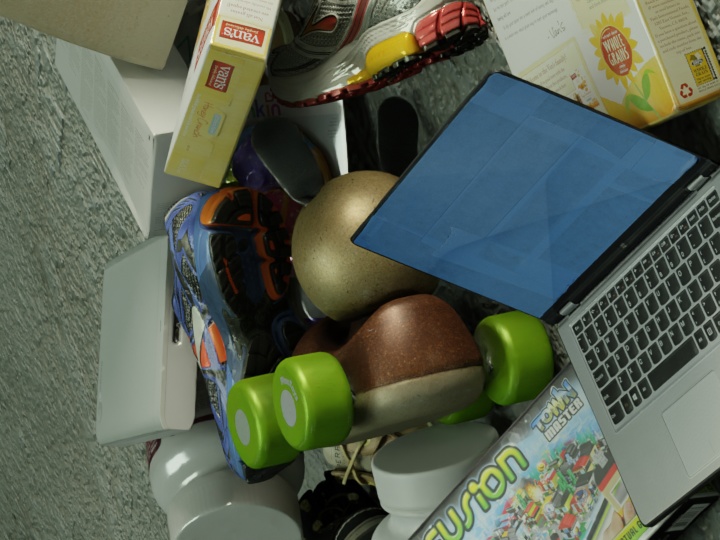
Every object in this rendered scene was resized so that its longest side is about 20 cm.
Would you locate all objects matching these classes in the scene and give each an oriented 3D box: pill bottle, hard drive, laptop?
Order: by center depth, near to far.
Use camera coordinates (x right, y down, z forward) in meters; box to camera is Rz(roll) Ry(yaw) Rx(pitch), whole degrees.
[{"bbox_3d":[0.112,0.020,1.356,0.187,0.115,0.201,-49,58,54],"label":"laptop"},{"bbox_3d":[0.068,0.202,1.638,0.111,0.111,0.201,17,125,60],"label":"pill bottle"},{"bbox_3d":[-0.144,0.048,1.778,0.200,0.026,0.133,160,114,-71],"label":"hard drive"},{"bbox_3d":[-0.097,0.112,1.838,0.110,0.109,0.201,97,166,-47],"label":"pill bottle"}]

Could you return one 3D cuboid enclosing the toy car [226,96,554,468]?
[{"bbox_3d":[0.000,0.000,1.575,0.158,0.163,0.201,-26,76,65],"label":"toy car"}]

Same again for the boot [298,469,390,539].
[{"bbox_3d":[-0.002,0.189,1.779,0.154,0.073,0.204,51,172,39],"label":"boot"}]

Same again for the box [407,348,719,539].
[{"bbox_3d":[0.104,0.150,1.498,0.200,0.035,0.110,-51,59,28],"label":"box"}]

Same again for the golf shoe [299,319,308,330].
[{"bbox_3d":[-0.035,0.009,1.751,0.200,0.078,0.098,26,127,55],"label":"golf shoe"}]

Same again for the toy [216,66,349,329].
[{"bbox_3d":[-0.061,-0.029,1.672,0.114,0.047,0.202,-2,98,30],"label":"toy"}]

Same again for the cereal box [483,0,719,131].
[{"bbox_3d":[0.105,-0.163,1.350,0.144,0.039,0.201,-21,90,66],"label":"cereal box"}]

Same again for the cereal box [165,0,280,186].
[{"bbox_3d":[-0.067,-0.170,1.558,0.144,0.039,0.201,116,168,-58],"label":"cereal box"}]

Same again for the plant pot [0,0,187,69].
[{"bbox_3d":[-0.195,-0.268,1.614,0.201,0.176,0.201,-107,30,-43],"label":"plant pot"}]

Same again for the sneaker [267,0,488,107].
[{"bbox_3d":[0.005,-0.149,1.546,0.200,0.077,0.083,-21,87,57],"label":"sneaker"}]

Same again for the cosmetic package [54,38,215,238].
[{"bbox_3d":[-0.145,-0.115,1.694,0.200,0.050,0.083,-121,28,-44],"label":"cosmetic package"}]

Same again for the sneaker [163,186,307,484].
[{"bbox_3d":[-0.076,0.037,1.638,0.078,0.075,0.201,18,121,50],"label":"sneaker"}]

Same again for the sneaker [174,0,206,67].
[{"bbox_3d":[-0.104,-0.171,1.763,0.080,0.070,0.201,52,159,19],"label":"sneaker"}]

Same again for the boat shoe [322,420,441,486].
[{"bbox_3d":[0.004,0.111,1.754,0.200,0.066,0.074,41,144,46],"label":"boat shoe"}]

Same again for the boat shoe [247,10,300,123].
[{"bbox_3d":[-0.096,-0.092,1.746,0.072,0.076,0.201,-107,30,-42],"label":"boat shoe"}]
